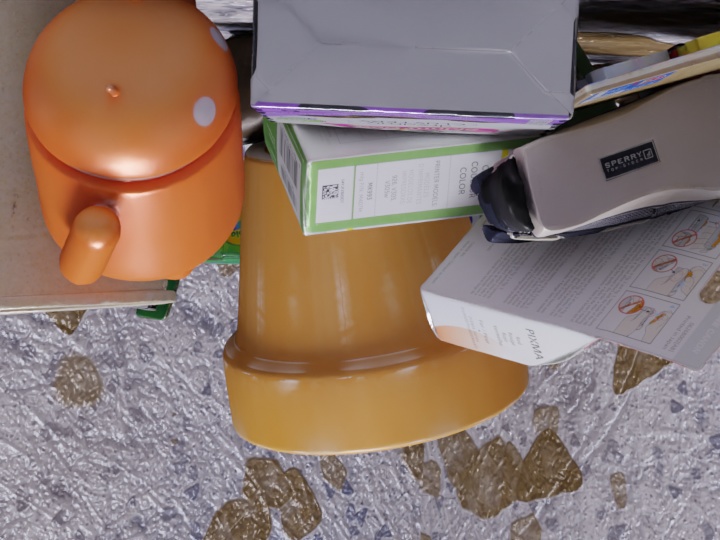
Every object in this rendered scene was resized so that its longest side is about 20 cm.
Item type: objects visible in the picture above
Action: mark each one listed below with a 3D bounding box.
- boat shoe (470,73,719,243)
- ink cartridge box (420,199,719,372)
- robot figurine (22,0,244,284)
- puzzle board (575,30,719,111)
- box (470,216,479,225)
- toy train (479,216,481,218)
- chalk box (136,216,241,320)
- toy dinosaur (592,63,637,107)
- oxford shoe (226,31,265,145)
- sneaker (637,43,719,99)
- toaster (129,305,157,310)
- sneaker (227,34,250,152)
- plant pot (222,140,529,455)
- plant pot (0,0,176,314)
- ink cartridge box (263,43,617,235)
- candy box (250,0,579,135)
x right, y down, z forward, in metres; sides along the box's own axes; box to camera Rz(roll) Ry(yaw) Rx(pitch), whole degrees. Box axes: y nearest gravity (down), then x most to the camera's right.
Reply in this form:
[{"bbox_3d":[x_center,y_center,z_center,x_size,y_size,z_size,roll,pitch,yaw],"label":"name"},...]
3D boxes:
[{"bbox_3d":[0.158,-0.064,1.433,0.200,0.075,0.093,-12,179,-19],"label":"boat shoe"},{"bbox_3d":[0.160,-0.004,1.458,0.200,0.050,0.162,18,-127,35],"label":"ink cartridge box"},{"bbox_3d":[-0.120,-0.070,1.311,0.144,0.117,0.200,-34,154,-19],"label":"robot figurine"},{"bbox_3d":[0.184,-0.116,1.343,0.151,0.017,0.200,-16,180,0],"label":"puzzle board"},{"bbox_3d":[0.023,-0.056,1.819,0.105,0.200,0.184,3,180,-16],"label":"box"},{"bbox_3d":[0.129,-0.067,1.694,0.200,0.114,0.085,29,171,-21],"label":"toy train"},{"bbox_3d":[-0.141,-0.063,1.854,0.124,0.200,0.125,2,-179,-28],"label":"chalk box"},{"bbox_3d":[0.212,-0.127,1.779,0.200,0.060,0.106,13,-172,-27],"label":"toy dinosaur"},{"bbox_3d":[-0.045,-0.125,1.568,0.200,0.073,0.084,-9,176,7],"label":"oxford shoe"},{"bbox_3d":[0.260,-0.103,1.467,0.200,0.071,0.112,6,-168,44],"label":"sneaker"},{"bbox_3d":[-0.209,-0.079,1.673,0.119,0.200,0.181,5,-174,-39],"label":"toaster"},{"bbox_3d":[-0.046,-0.117,1.721,0.088,0.075,0.200,0,177,1],"label":"sneaker"},{"bbox_3d":[0.000,0.000,1.610,0.200,0.183,0.200,-8,-164,2],"label":"plant pot"},{"bbox_3d":[-0.214,-0.066,1.466,0.200,0.184,0.200,-3,179,0],"label":"plant pot"},{"bbox_3d":[0.049,-0.084,1.496,0.200,0.059,0.104,-8,-142,-13],"label":"ink cartridge box"},{"bbox_3d":[0.029,-0.115,1.347,0.168,0.072,0.200,2,-179,1],"label":"candy box"}]
